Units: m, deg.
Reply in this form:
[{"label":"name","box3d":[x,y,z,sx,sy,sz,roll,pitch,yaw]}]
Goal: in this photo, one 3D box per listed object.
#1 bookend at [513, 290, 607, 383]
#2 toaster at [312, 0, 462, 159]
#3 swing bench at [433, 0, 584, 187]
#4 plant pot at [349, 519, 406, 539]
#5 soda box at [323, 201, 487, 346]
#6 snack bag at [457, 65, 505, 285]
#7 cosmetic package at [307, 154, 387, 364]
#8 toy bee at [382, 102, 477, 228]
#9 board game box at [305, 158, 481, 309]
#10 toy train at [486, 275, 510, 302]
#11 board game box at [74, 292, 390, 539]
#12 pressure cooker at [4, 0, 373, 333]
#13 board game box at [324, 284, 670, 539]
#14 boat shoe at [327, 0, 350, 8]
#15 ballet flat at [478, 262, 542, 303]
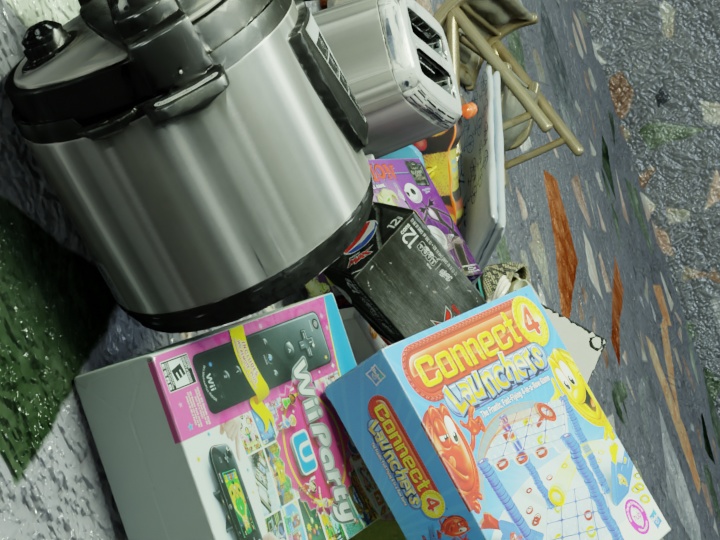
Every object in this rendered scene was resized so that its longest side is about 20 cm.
[{"label":"bookend","box3d":[0.112,0.153,1.242,0.200,0.091,0.200,-61,176,-23]},{"label":"toaster","box3d":[0.003,-0.166,1.214,0.200,0.128,0.115,21,54,-66]},{"label":"swing bench","box3d":[0.163,-0.223,1.714,0.199,0.129,0.202,11,59,-68]},{"label":"plant pot","box3d":[0.054,0.265,0.962,0.200,0.199,0.186,35,30,-60]},{"label":"soda box","box3d":[0.059,0.044,1.058,0.200,0.071,0.063,49,-14,-26]},{"label":"snack bag","box3d":[0.111,-0.073,1.438,0.201,0.021,0.191,110,-17,-58]},{"label":"cosmetic package","box3d":[0.000,0.000,1.189,0.083,0.050,0.201,56,27,-37]},{"label":"toy bee","box3d":[0.068,-0.117,1.385,0.131,0.108,0.201,-73,143,-57]},{"label":"board game box","box3d":[0.010,-0.033,1.144,0.199,0.032,0.121,-8,61,-52]},{"label":"toy train","box3d":[0.061,0.085,1.213,0.151,0.055,0.201,-60,174,-39]},{"label":"board game box","box3d":[-0.065,0.105,0.851,0.199,0.064,0.149,-19,90,-62]},{"label":"pressure cooker","box3d":[-0.101,-0.088,0.799,0.201,0.174,0.179,63,38,-24]},{"label":"board game box","box3d":[0.095,0.126,0.927,0.199,0.056,0.197,-19,78,-54]},{"label":"boat shoe","box3d":[0.014,-0.260,1.432,0.200,0.074,0.093,36,22,-56]},{"label":"ballet flat","box3d":[0.169,0.065,1.567,0.202,0.074,0.068,-87,154,-43]}]
